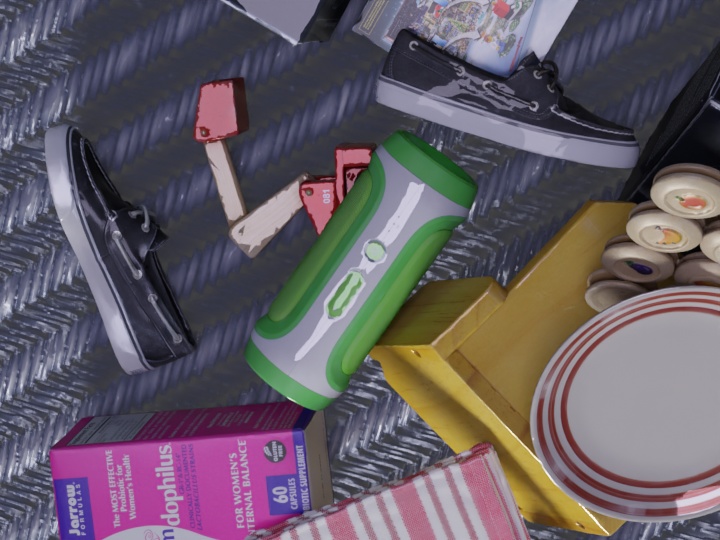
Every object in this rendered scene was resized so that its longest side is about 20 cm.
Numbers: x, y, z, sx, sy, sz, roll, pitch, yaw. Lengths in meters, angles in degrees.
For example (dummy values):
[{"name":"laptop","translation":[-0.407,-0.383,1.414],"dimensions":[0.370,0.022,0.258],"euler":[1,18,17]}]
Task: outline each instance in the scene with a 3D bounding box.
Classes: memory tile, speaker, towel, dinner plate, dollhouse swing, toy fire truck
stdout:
[{"name":"memory tile","translation":[0.237,-0.004,1.216],"dimensions":[0.152,0.200,0.017],"euler":[15,64,-4]},{"name":"speaker","translation":[0.000,0.000,1.353],"dimensions":[0.088,0.088,0.201],"euler":[35,100,0]},{"name":"towel","translation":[0.029,0.223,1.376],"dimensions":[0.198,0.030,0.148],"euler":[-21,108,5]},{"name":"dinner plate","translation":[0.213,0.090,1.283],"dimensions":[0.198,0.024,0.202],"euler":[-3,124,-4]},{"name":"dollhouse swing","translation":[0.147,0.060,1.380],"dimensions":[0.200,0.181,0.176],"euler":[45,73,-15]},{"name":"toy fire truck","translation":[-0.051,-0.046,1.421],"dimensions":[0.139,0.049,0.203],"euler":[-2,99,7]}]

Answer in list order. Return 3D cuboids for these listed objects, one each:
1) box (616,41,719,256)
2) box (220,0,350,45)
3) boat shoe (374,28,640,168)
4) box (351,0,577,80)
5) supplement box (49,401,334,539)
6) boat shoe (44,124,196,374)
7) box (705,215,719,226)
[{"name":"box","translation":[0.308,-0.066,1.290],"dimensions":[0.199,0.197,0.125],"euler":[31,64,1]},{"name":"box","translation":[-0.030,-0.274,1.336],"dimensions":[0.106,0.148,0.201],"euler":[30,99,2]},{"name":"boat shoe","translation":[0.111,-0.127,1.349],"dimensions":[0.198,0.070,0.067],"euler":[17,102,8]},{"name":"box","translation":[0.101,-0.230,1.384],"dimensions":[0.136,0.038,0.201],"euler":[31,100,1]},{"name":"supplement box","translation":[-0.127,0.165,1.432],"dimensions":[0.198,0.103,0.102],"euler":[-5,99,8]},{"name":"boat shoe","translation":[-0.180,-0.021,1.426],"dimensions":[0.067,0.072,0.202],"euler":[-18,98,10]},{"name":"box","translation":[0.332,0.012,1.237],"dimensions":[0.199,0.164,0.021],"euler":[13,59,39]}]
